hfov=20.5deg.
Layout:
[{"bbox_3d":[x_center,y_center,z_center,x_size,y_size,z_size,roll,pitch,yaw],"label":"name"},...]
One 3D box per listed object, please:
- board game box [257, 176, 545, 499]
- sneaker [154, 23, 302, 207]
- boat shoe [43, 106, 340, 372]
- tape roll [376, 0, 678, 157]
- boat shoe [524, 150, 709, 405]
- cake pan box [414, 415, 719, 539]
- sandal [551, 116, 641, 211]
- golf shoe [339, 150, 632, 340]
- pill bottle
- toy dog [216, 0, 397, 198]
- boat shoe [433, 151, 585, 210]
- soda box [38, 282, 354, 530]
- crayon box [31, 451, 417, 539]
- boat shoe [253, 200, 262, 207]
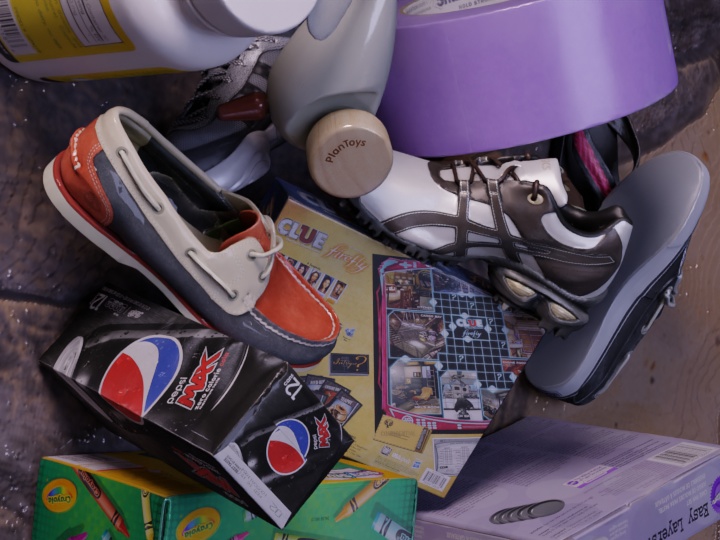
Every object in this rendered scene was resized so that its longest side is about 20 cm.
[{"bbox_3d":[0.001,0.045,1.223,0.199,0.035,0.136,26,103,-26],"label":"board game box"},{"bbox_3d":[-0.083,-0.116,1.192,0.200,0.075,0.115,-36,111,-41],"label":"sneaker"},{"bbox_3d":[-0.081,-0.015,1.104,0.200,0.062,0.072,38,32,-23],"label":"boat shoe"},{"bbox_3d":[0.099,-0.141,1.279,0.199,0.199,0.086,-26,110,-41],"label":"tape roll"},{"bbox_3d":[0.196,0.010,1.441,0.068,0.073,0.201,26,93,-47],"label":"boat shoe"},{"bbox_3d":[0.125,0.154,1.324,0.199,0.183,0.053,-21,110,-43],"label":"cake pan box"},{"bbox_3d":[0.176,-0.095,1.465,0.075,0.045,0.202,-8,97,-45],"label":"sandal"},{"bbox_3d":[0.072,-0.044,1.195,0.199,0.078,0.095,26,115,-20],"label":"golf shoe"},{"bbox_3d":[-0.114,-0.160,1.065,0.111,0.199,0.113,-2,93,-45],"label":"pill bottle"},{"bbox_3d":[-0.026,-0.142,1.103,0.095,0.132,0.202,0,106,-16],"label":"toy dog"},{"bbox_3d":[0.072,-0.055,1.357,0.201,0.074,0.076,11,60,-43],"label":"boat shoe"},{"bbox_3d":[-0.094,0.069,1.087,0.063,0.199,0.071,-50,124,-15],"label":"soda box"},{"bbox_3d":[-0.076,0.143,1.164,0.199,0.118,0.059,2,95,-45],"label":"crayon box"},{"bbox_3d":[0.000,0.000,1.272,0.199,0.073,0.075,17,79,-44],"label":"boat shoe"}]
